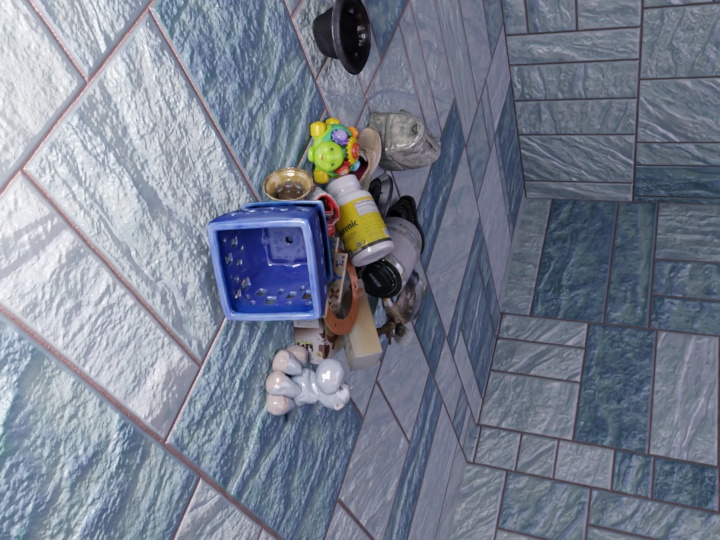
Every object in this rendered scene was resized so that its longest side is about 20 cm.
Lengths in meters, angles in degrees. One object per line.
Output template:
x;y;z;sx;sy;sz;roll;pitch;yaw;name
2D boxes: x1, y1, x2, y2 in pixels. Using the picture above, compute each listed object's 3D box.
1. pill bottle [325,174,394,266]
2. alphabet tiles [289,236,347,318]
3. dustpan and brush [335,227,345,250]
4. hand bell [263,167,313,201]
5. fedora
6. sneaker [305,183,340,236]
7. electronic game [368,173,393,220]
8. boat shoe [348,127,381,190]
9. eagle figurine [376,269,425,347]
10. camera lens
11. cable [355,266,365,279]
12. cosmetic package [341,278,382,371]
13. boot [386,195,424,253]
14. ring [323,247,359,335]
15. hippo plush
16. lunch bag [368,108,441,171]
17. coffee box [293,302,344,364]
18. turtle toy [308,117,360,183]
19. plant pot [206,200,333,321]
-0.007;-0.121;1.572;0.111;0.111;0.201;4;60;-66;pill bottle
-0.106;0.009;1.386;0.006;0.199;0.168;14;84;-46;alphabet tiles
-0.071;-0.095;1.636;0.140;0.057;0.202;-69;160;-57;dustpan and brush
-0.146;-0.112;1.436;0.201;0.103;0.105;87;22;-48;hand bell
-0.050;-0.548;1.533;0.200;0.091;0.203;5;90;-66;fedora
-0.084;-0.106;1.498;0.067;0.108;0.202;-36;130;-19;sneaker
0.031;-0.158;1.723;0.200;0.041;0.201;-54;-156;37;electronic game
0.005;-0.289;1.733;0.069;0.073;0.202;46;53;-67;boat shoe
0.100;0.104;1.911;0.152;0.150;0.201;97;13;-47;eagle figurine
0.074;-0.034;1.832;0.201;0.159;0.161;-59;146;-45;camera lens
0.000;0.000;1.700;0.050;0.097;0.201;-22;128;-19;cable
-0.011;0.134;1.634;0.105;0.070;0.202;110;-33;-61;cosmetic package
0.134;-0.118;2.050;0.158;0.079;0.213;-54;132;-61;boot
-0.053;0.048;1.521;0.200;0.019;0.203;23;64;-61;ring
-0.108;0.271;1.470;0.159;0.159;0.202;-46;135;-55;hippo plush
0.128;-0.367;1.883;0.200;0.166;0.141;24;73;-66;lunch bag
-0.100;0.105;1.559;0.113;0.079;0.202;-40;130;-58;coffee box
-0.060;-0.277;1.550;0.200;0.100;0.147;-37;128;-60;turtle toy
-0.155;-0.032;1.259;0.180;0.198;0.202;-63;150;-63;plant pot
